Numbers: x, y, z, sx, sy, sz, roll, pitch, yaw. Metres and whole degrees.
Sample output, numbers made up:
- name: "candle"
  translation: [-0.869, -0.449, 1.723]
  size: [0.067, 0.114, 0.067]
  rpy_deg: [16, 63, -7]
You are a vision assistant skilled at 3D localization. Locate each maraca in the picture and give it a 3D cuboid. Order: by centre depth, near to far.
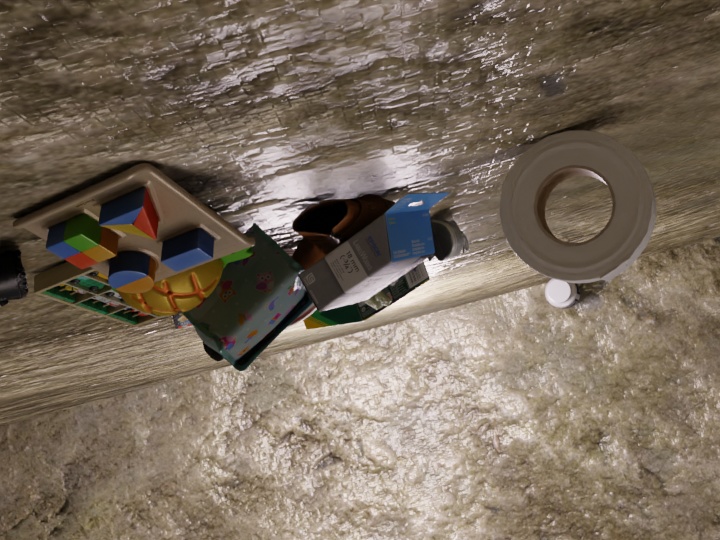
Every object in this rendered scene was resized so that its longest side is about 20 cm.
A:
- name: "maraca"
  translation: [-0.229, -0.006, 1.185]
  size: [0.200, 0.107, 0.137]
  rpy_deg: [-23, 165, 27]

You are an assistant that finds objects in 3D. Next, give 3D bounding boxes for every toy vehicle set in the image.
- name: "toy vehicle set"
  translation: [-0.338, 0.028, 1.303]
  size: [0.124, 0.027, 0.200]
  rpy_deg: [-20, 155, 24]

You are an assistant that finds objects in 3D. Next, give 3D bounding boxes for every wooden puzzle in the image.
- name: "wooden puzzle"
  translation: [-0.243, -0.031, 1.013]
  size: [0.185, 0.046, 0.200]
  rpy_deg: [-19, 149, 26]

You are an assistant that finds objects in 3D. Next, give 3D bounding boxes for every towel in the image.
- name: "towel"
  translation: [-0.015, 0.003, 1.490]
  size: [0.036, 0.148, 0.200]
  rpy_deg: [-43, 171, 1]

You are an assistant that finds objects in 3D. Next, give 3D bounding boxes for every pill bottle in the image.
- name: "pill bottle"
  translation: [0.713, 0.077, 3.282]
  size: [0.111, 0.111, 0.200]
  rpy_deg: [-17, 171, 17]

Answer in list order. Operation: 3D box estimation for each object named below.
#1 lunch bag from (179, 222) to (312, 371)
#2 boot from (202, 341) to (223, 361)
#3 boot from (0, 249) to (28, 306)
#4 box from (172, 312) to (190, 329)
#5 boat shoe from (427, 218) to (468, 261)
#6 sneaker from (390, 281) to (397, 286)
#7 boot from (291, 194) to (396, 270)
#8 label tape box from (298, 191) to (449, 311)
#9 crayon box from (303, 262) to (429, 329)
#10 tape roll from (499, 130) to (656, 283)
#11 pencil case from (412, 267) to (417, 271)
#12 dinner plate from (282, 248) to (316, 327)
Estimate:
- name: "lunch bag"
  translation: [-0.160, 0.050, 1.348]
  size: [0.170, 0.122, 0.200]
  rpy_deg: [-46, 166, -11]
- name: "boot"
  translation: [-0.190, 0.057, 1.639]
  size: [0.154, 0.073, 0.204]
  rpy_deg: [-23, 146, -51]
- name: "boot"
  translation: [-0.458, 0.014, 1.038]
  size: [0.162, 0.074, 0.198]
  rpy_deg: [-9, 177, -22]
- name: "box"
  translation: [-0.290, 0.065, 1.763]
  size: [0.136, 0.038, 0.200]
  rpy_deg: [-14, 171, -12]
- name: "boat shoe"
  translation: [0.153, -0.056, 1.634]
  size: [0.065, 0.075, 0.202]
  rpy_deg: [-20, 176, -6]
- name: "sneaker"
  translation: [0.000, 0.000, 1.638]
  size: [0.200, 0.075, 0.081]
  rpy_deg: [-26, 142, -48]
- name: "boot"
  translation: [-0.050, -0.047, 1.305]
  size: [0.200, 0.077, 0.155]
  rpy_deg: [-22, 171, 28]
- name: "label tape box"
  translation: [0.034, -0.026, 1.270]
  size: [0.200, 0.063, 0.144]
  rpy_deg: [-35, 169, 27]
- name: "crayon box"
  translation: [0.005, 0.041, 1.792]
  size: [0.200, 0.058, 0.172]
  rpy_deg: [-30, -167, -40]
- name: "tape roll"
  translation: [0.291, -0.082, 1.241]
  size: [0.202, 0.203, 0.071]
  rpy_deg: [-17, 171, 19]
- name: "pencil case"
  translation: [0.037, -0.037, 1.478]
  size: [0.085, 0.093, 0.200]
  rpy_deg: [16, 177, 15]
- name: "dinner plate"
  translation: [-0.144, 0.031, 1.518]
  size: [0.200, 0.024, 0.201]
  rpy_deg: [-14, 139, -13]
